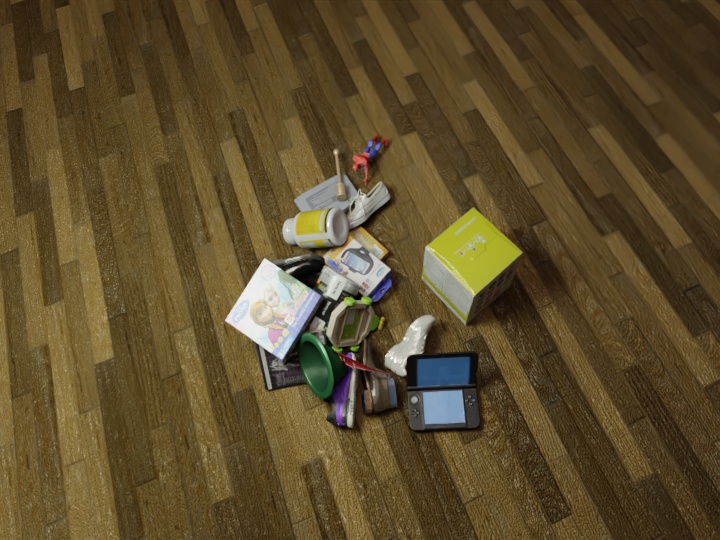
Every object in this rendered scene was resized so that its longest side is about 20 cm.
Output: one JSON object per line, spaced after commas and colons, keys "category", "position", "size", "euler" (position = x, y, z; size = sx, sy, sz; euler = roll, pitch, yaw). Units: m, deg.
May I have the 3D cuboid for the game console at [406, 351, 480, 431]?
{"category": "game console", "position": [0.221, 0.324, 1.500], "size": [0.192, 0.120, 0.178], "euler": [-3, 62, 3]}

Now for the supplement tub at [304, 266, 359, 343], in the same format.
{"category": "supplement tub", "position": [-0.094, 0.105, 1.603], "size": [0.120, 0.122, 0.205], "euler": [28, 92, 17]}

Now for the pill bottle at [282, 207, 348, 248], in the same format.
{"category": "pill bottle", "position": [-0.141, -0.127, 1.732], "size": [0.194, 0.112, 0.115], "euler": [-3, 58, 32]}

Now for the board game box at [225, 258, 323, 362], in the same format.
{"category": "board game box", "position": [-0.233, 0.106, 1.526], "size": [0.196, 0.041, 0.204], "euler": [30, 78, 11]}

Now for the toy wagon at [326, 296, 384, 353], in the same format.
{"category": "toy wagon", "position": [-0.011, 0.151, 1.592], "size": [0.039, 0.196, 0.160], "euler": [29, 110, 40]}

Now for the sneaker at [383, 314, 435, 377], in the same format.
{"category": "sneaker", "position": [0.152, 0.214, 1.586], "size": [0.086, 0.075, 0.201], "euler": [34, 78, 27]}

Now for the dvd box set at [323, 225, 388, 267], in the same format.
{"category": "dvd box set", "position": [-0.028, -0.033, 1.748], "size": [0.146, 0.030, 0.200], "euler": [40, 72, 21]}

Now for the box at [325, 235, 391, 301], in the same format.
{"category": "box", "position": [0.000, 0.000, 1.691], "size": [0.198, 0.042, 0.119], "euler": [38, 72, 22]}

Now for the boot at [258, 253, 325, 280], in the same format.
{"category": "boot", "position": [-0.192, 0.049, 1.605], "size": [0.203, 0.080, 0.164], "euler": [-10, 71, 1]}

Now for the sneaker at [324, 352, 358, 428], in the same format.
{"category": "sneaker", "position": [-0.058, 0.322, 1.546], "size": [0.095, 0.070, 0.207], "euler": [1, 62, 7]}

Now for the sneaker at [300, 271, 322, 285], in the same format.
{"category": "sneaker", "position": [-0.207, 0.051, 1.685], "size": [0.192, 0.085, 0.124], "euler": [3, 57, 14]}

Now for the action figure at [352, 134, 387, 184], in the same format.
{"category": "action figure", "position": [0.023, -0.370, 1.909], "size": [0.064, 0.101, 0.201], "euler": [22, 43, 18]}

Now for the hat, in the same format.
{"category": "hat", "position": [-0.052, 0.243, 1.526], "size": [0.172, 0.166, 0.204], "euler": [-16, 67, -35]}

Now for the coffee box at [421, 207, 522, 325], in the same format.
{"category": "coffee box", "position": [0.314, -0.011, 1.621], "size": [0.198, 0.200, 0.200], "euler": [-37, 66, -16]}

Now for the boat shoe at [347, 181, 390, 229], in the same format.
{"category": "boat shoe", "position": [0.008, -0.218, 1.798], "size": [0.200, 0.088, 0.074], "euler": [-40, 23, -18]}

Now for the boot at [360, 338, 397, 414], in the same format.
{"category": "boot", "position": [0.049, 0.292, 1.562], "size": [0.093, 0.075, 0.208], "euler": [0, 71, -8]}

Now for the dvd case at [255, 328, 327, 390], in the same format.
{"category": "dvd case", "position": [-0.183, 0.247, 1.563], "size": [0.192, 0.154, 0.016], "euler": [-10, 21, -3]}

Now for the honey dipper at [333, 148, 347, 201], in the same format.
{"category": "honey dipper", "position": [-0.070, -0.322, 1.860], "size": [0.036, 0.038, 0.206], "euler": [-6, 61, 0]}

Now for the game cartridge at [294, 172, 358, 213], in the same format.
{"category": "game cartridge", "position": [-0.106, -0.227, 1.853], "size": [0.196, 0.041, 0.135], "euler": [-29, 61, -11]}
